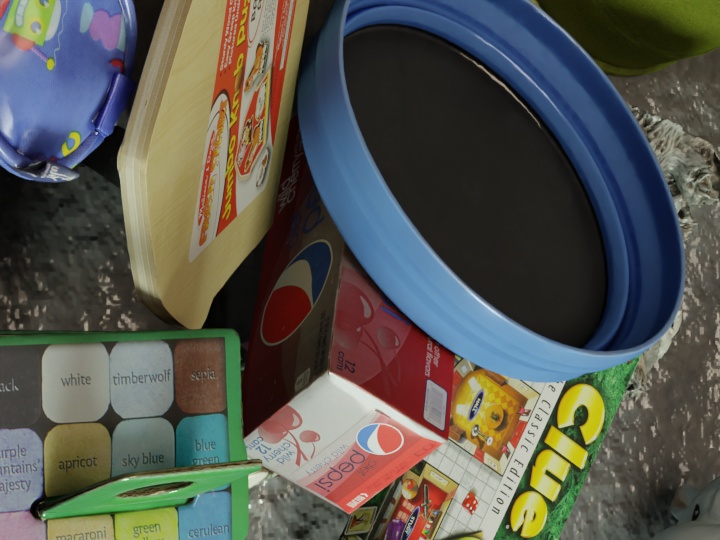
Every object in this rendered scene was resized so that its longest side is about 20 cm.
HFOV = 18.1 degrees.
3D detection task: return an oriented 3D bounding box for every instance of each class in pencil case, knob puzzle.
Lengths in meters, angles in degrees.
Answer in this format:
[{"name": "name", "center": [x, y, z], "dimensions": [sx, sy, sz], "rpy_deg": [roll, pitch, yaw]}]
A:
[{"name": "pencil case", "center": [-0.159, -0.085, 0.796], "dimensions": [0.087, 0.200, 0.078], "rpy_deg": [45, 69, -43]}, {"name": "knob puzzle", "center": [-0.060, -0.071, 0.836], "dimensions": [0.220, 0.030, 0.220], "rpy_deg": [14, 90, -81]}]

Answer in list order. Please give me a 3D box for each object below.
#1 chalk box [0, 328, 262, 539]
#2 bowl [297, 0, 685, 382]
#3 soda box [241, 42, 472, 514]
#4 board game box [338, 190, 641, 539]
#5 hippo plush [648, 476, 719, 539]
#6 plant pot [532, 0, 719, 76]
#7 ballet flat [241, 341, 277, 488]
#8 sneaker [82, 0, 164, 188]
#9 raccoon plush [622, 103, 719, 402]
[{"name": "chalk box", "center": [-0.120, 0.083, 0.819], "dimensions": [0.125, 0.200, 0.124], "rpy_deg": [0, 89, -42]}, {"name": "bowl", "center": [0.055, -0.043, 0.966], "dimensions": [0.200, 0.039, 0.201], "rpy_deg": [28, 43, -30]}, {"name": "soda box", "center": [0.000, 0.000, 0.964], "dimensions": [0.063, 0.070, 0.200], "rpy_deg": [32, 41, -22]}, {"name": "board game box", "center": [0.063, 0.074, 1.027], "dimensions": [0.105, 0.023, 0.200], "rpy_deg": [36, 72, -36]}, {"name": "hippo plush", "center": [0.223, 0.186, 1.160], "dimensions": [0.200, 0.159, 0.161], "rpy_deg": [-25, 106, -40]}, {"name": "plant pot", "center": [0.199, -0.206, 1.131], "dimensions": [0.200, 0.193, 0.201], "rpy_deg": [2, 87, -42]}, {"name": "ballet flat", "center": [-0.047, 0.066, 0.975], "dimensions": [0.200, 0.071, 0.069], "rpy_deg": [-22, 108, -40]}, {"name": "sneaker", "center": [-0.109, -0.069, 0.931], "dimensions": [0.200, 0.099, 0.071], "rpy_deg": [54, 51, -65]}, {"name": "raccoon plush", "center": [0.085, -0.022, 1.114], "dimensions": [0.200, 0.097, 0.134], "rpy_deg": [24, 83, -15]}]
